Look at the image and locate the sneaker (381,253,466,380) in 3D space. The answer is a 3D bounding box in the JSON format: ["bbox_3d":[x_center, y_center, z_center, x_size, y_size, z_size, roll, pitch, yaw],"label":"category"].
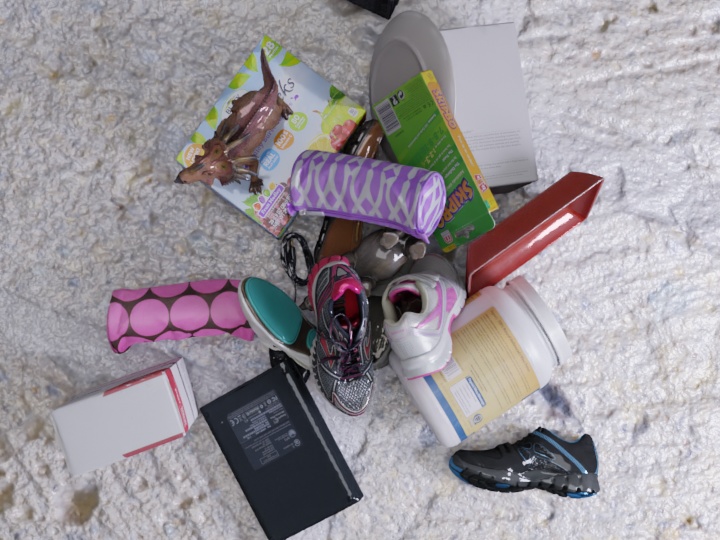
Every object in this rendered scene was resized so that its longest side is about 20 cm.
[{"bbox_3d":[0.074,0.035,1.467,0.080,0.201,0.089,-20,121,21],"label":"sneaker"}]

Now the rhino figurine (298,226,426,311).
[{"bbox_3d":[0.000,0.000,1.506,0.199,0.088,0.060,-33,99,19],"label":"rhino figurine"}]

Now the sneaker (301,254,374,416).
[{"bbox_3d":[-0.022,0.087,1.444,0.079,0.075,0.203,-16,115,-14],"label":"sneaker"}]

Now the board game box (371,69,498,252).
[{"bbox_3d":[0.092,-0.129,1.450,0.030,0.095,0.202,-22,86,-44],"label":"board game box"}]

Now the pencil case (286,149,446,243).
[{"bbox_3d":[0.004,-0.092,1.449,0.197,0.084,0.086,10,60,29],"label":"pencil case"}]

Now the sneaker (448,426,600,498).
[{"bbox_3d":[0.211,0.244,1.562,0.197,0.073,0.083,7,71,-7],"label":"sneaker"}]

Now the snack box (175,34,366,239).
[{"bbox_3d":[-0.114,-0.170,1.562,0.168,0.068,0.201,37,86,1],"label":"snack box"}]

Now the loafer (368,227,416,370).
[{"bbox_3d":[0.039,0.029,1.557,0.069,0.070,0.203,11,88,-2],"label":"loafer"}]

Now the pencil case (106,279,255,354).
[{"bbox_3d":[-0.223,0.059,1.543,0.196,0.095,0.092,-4,43,-1],"label":"pencil case"}]

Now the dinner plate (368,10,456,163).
[{"bbox_3d":[0.055,-0.221,1.510,0.024,0.199,0.204,-8,87,-29],"label":"dinner plate"}]

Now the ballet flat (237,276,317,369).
[{"bbox_3d":[-0.086,0.083,1.504,0.199,0.069,0.070,36,87,-22],"label":"ballet flat"}]

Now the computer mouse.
[{"bbox_3d":[-0.086,0.053,1.573,0.058,0.034,0.204,2,86,10],"label":"computer mouse"}]

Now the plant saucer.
[{"bbox_3d":[0.204,-0.045,1.504,0.198,0.200,0.037,-36,79,-3],"label":"plant saucer"}]

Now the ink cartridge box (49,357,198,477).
[{"bbox_3d":[-0.282,0.175,1.479,0.145,0.200,0.084,-20,91,-2],"label":"ink cartridge box"}]

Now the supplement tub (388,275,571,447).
[{"bbox_3d":[0.150,0.112,1.519,0.198,0.145,0.146,-33,89,-2],"label":"supplement tub"}]

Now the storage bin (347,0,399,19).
[{"bbox_3d":[0.038,-0.440,1.542,0.093,0.135,0.203,22,87,0],"label":"storage bin"}]

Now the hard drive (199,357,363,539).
[{"bbox_3d":[-0.102,0.233,1.545,0.138,0.033,0.202,-29,89,16],"label":"hard drive"}]

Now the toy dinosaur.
[{"bbox_3d":[-0.138,-0.173,1.461,0.085,0.136,0.202,26,87,2],"label":"toy dinosaur"}]

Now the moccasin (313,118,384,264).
[{"bbox_3d":[0.000,-0.092,1.548,0.077,0.074,0.205,14,98,-8],"label":"moccasin"}]

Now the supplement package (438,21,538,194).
[{"bbox_3d":[0.140,-0.198,1.538,0.119,0.120,0.204,-7,88,-11],"label":"supplement package"}]
